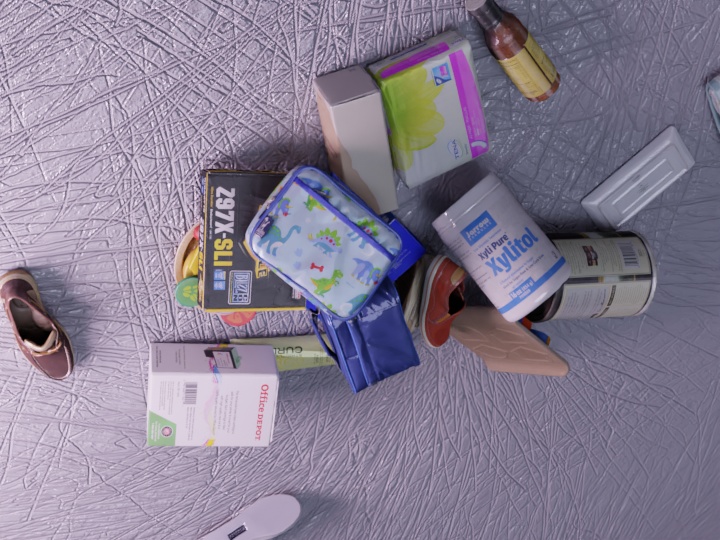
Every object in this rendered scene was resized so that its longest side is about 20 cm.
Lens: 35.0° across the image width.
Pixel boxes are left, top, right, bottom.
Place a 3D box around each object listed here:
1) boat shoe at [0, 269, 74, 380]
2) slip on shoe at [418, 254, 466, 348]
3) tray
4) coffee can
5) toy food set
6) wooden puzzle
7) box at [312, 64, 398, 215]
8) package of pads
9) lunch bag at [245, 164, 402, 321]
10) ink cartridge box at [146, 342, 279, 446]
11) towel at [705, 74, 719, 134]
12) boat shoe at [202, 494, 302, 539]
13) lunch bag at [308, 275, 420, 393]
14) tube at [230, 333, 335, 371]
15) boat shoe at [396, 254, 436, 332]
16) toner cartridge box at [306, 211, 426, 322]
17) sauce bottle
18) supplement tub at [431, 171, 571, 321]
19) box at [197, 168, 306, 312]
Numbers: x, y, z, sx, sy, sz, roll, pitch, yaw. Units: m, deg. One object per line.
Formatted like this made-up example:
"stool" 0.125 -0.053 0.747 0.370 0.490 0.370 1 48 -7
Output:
"boat shoe" -0.466 0.095 1.650 0.071 0.072 0.202 -20 129 -9
"slip on shoe" 0.135 0.059 1.832 0.074 0.061 0.202 -50 156 -35
"tray" 0.474 -0.145 1.931 0.199 0.022 0.107 -41 128 7
"coffee can" 0.373 0.009 1.913 0.197 0.147 0.148 -2 124 -22
"toy food set" -0.183 -0.008 1.719 0.198 0.049 0.200 14 116 -32
"wooden puzzle" 0.237 0.108 1.930 0.200 0.184 0.047 42 62 -36
"box" -0.006 -0.181 1.647 0.077 0.095 0.202 -19 127 -10
"package of pads" 0.100 -0.233 1.673 0.153 0.068 0.202 -25 129 -6
"lunch bag" -0.050 -0.043 1.606 0.199 0.082 0.161 40 87 -12
"ink cartridge box" -0.234 0.196 1.797 0.197 0.084 0.147 2 123 -12
"towel" 0.672 -0.283 1.908 0.170 0.048 0.201 -36 130 -1
"boat shoe" -0.193 0.468 2.049 0.198 0.071 0.070 -31 157 -6
"lunch bag" -0.005 0.078 1.745 0.131 0.136 0.202 -25 126 -6
"tube" -0.114 0.136 1.854 0.197 0.052 0.059 -4 81 -14
"boat shoe" 0.084 0.066 1.875 0.064 0.071 0.202 6 119 -26
"toner cartridge box" 0.000 0.000 1.809 0.200 0.043 0.095 -41 128 8
"sauce bottle" 0.220 -0.329 1.662 0.066 0.066 0.200 -39 128 7
"supplement tub" 0.218 -0.035 1.764 0.132 0.132 0.201 -40 89 8
"box" -0.153 -0.044 1.649 0.157 0.049 0.203 0 101 -19
